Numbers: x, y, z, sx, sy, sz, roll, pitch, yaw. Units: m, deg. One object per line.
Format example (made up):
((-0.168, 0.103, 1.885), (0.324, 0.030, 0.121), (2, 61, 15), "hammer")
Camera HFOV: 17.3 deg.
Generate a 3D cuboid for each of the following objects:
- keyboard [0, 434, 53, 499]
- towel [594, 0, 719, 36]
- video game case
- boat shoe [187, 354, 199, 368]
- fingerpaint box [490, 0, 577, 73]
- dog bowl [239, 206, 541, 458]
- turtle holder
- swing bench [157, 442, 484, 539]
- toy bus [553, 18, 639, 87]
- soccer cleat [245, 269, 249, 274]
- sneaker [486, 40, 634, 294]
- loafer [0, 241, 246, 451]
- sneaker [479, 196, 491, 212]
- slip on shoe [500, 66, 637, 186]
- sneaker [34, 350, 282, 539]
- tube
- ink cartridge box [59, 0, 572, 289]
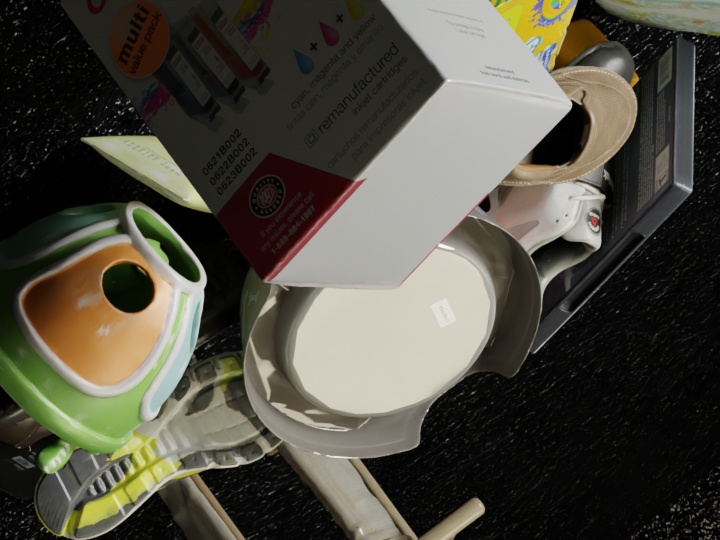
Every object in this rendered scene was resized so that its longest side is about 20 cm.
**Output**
((-0.211, 0.118, 1.634), (0.126, 0.021, 0.200), (-16, 162, 5), "keyboard")
((0.246, -0.181, 1.564), (0.171, 0.198, 0.049), (22, 78, -81), "towel")
((0.171, -0.051, 1.651), (0.200, 0.019, 0.144), (-51, -157, 44), "video game case")
((-0.137, 0.077, 1.640), (0.072, 0.069, 0.200), (-33, 160, -15), "boat shoe")
((0.045, -0.133, 1.489), (0.166, 0.074, 0.200), (-30, 160, -21), "fingerpaint box")
((0.014, 0.026, 1.507), (0.199, 0.059, 0.201), (-12, 132, -14), "dog bowl")
((-0.152, 0.030, 1.397), (0.132, 0.141, 0.185), (-43, 159, 10), "turtle holder")
((-0.049, 0.183, 1.844), (0.199, 0.199, 0.130), (-28, 159, -27), "swing bench")
((0.103, -0.110, 1.664), (0.199, 0.065, 0.078), (-28, 160, -30), "toy bus")
((0.000, 0.000, 1.620), (0.199, 0.074, 0.068), (-19, -175, 41), "soccer cleat")
((0.144, -0.056, 1.606), (0.074, 0.088, 0.201), (22, 100, -51), "sneaker")
((-0.162, 0.049, 1.520), (0.199, 0.073, 0.072), (-26, 146, -6), "loafer")
((0.045, -0.010, 1.726), (0.067, 0.108, 0.202), (-18, 146, -34), "sneaker")
((0.125, -0.089, 1.492), (0.199, 0.060, 0.077), (-5, 105, -51), "slip on shoe")
((-0.131, 0.107, 1.565), (0.199, 0.075, 0.085), (-25, -172, -15), "sneaker")
((-0.089, -0.058, 1.429), (0.058, 0.052, 0.200), (-15, 174, 24), "tube")
((-0.025, -0.113, 1.216), (0.145, 0.200, 0.144), (-47, 157, 22), "ink cartridge box")
